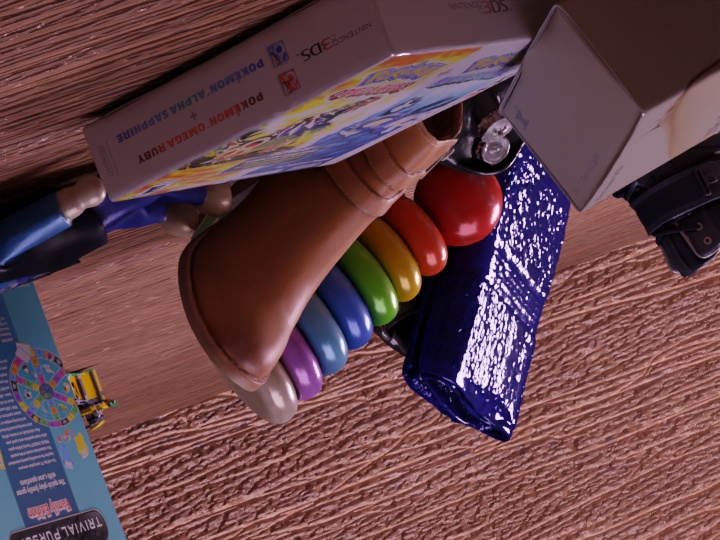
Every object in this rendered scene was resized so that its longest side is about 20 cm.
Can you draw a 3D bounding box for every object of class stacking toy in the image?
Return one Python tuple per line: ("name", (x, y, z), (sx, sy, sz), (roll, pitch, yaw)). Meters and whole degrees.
("stacking toy", (0.000, 0.000, 1.544), (0.200, 0.085, 0.085), (-39, 179, -14))

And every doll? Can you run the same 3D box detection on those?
("doll", (-0.165, -0.020, 1.379), (0.199, 0.049, 0.136), (-21, 175, -36))

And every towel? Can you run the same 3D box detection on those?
("towel", (0.082, -0.004, 1.650), (0.049, 0.201, 0.148), (10, 164, 23))

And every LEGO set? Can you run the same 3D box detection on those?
("LEGO set", (-0.316, 0.176, 2.424), (0.199, 0.116, 0.154), (-21, 175, -1))

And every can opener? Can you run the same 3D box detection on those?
("can opener", (0.116, -0.115, 1.541), (0.199, 0.079, 0.064), (-23, 137, -12))

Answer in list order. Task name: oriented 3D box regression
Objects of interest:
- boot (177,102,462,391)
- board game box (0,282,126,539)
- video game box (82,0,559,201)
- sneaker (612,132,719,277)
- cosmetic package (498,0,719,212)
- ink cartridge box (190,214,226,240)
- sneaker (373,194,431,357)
("boot", (-0.017, -0.032, 1.434), (0.154, 0.074, 0.200), (-31, -152, 26))
("board game box", (-0.211, 0.086, 1.452), (0.047, 0.201, 0.151), (-22, 174, 20))
("video game box", (-0.006, -0.094, 1.272), (0.182, 0.047, 0.200), (-27, 172, 34))
("sneaker", (0.189, -0.056, 1.896), (0.201, 0.147, 0.077), (-18, 176, -15))
("cosmetic package", (0.176, -0.120, 1.287), (0.200, 0.073, 0.104), (-31, 164, -25))
("ink cartridge box", (-0.053, -0.021, 1.754), (0.103, 0.060, 0.200), (-20, 175, -12))
("sneaker", (0.011, -0.010, 1.614), (0.077, 0.082, 0.200), (-34, 139, 6))
